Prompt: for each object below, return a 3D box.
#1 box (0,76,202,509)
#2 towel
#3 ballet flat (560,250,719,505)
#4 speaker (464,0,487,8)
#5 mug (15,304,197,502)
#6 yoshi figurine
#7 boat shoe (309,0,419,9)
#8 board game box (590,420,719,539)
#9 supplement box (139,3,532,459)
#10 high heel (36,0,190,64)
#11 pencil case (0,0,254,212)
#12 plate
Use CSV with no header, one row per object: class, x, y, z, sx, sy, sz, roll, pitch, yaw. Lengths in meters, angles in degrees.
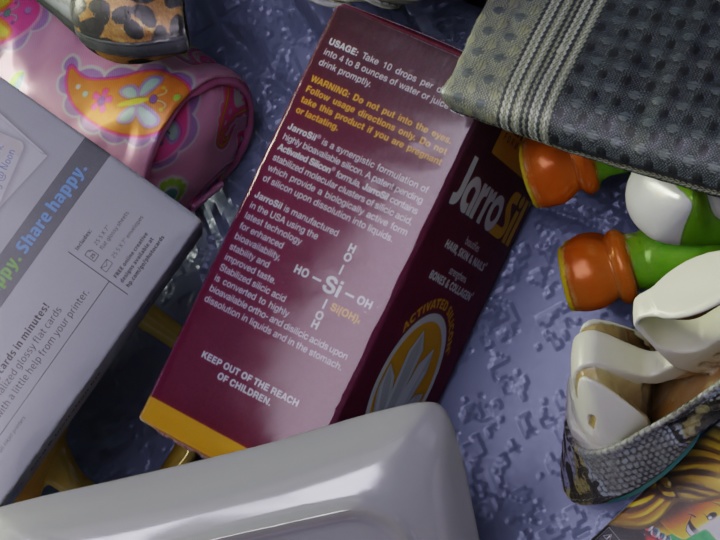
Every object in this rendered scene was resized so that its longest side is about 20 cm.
box,-0.191,-0.014,0.934,0.199,0.041,0.156,35,81,2
towel,0.155,-0.117,0.890,0.192,0.035,0.201,18,66,27
ballet flat,0.126,0.034,0.890,0.200,0.072,0.072,-39,64,46
speaker,0.090,-0.217,0.995,0.081,0.081,0.202,7,81,22
mug,-0.170,0.025,1.027,0.149,0.186,0.154,29,88,51
yoshi figurine,0.174,-0.052,0.927,0.199,0.113,0.113,-17,53,16
boat shoe,-0.008,-0.149,0.991,0.062,0.072,0.200,-64,21,17
board game box,0.191,0.158,0.903,0.126,0.035,0.200,-44,67,7
supplement box,0.000,0.000,0.969,0.085,0.110,0.201,25,89,23
high heel,-0.070,-0.176,1.031,0.200,0.072,0.142,-42,53,-18
pencil case,-0.147,-0.099,1.065,0.199,0.087,0.088,30,91,24
plate,-0.037,0.172,0.903,0.198,0.032,0.201,-14,102,2
